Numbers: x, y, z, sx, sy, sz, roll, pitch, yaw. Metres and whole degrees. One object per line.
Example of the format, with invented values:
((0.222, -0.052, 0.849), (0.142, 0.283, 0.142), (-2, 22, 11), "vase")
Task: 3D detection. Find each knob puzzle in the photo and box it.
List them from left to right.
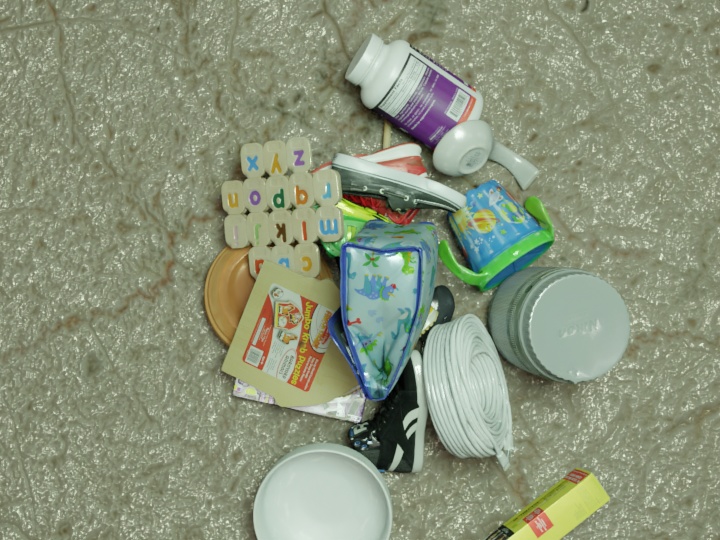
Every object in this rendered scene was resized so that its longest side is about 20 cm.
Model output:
((-0.075, 0.102, 1.188), (0.217, 0.030, 0.222), (1, 99, 10), "knob puzzle")

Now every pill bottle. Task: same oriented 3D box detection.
((0.079, -0.268, 1.263), (0.199, 0.112, 0.113), (30, 81, -15), "pill bottle")

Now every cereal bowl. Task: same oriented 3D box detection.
((-0.050, 0.339, 1.203), (0.198, 0.083, 0.202), (1, 98, 6), "cereal bowl")

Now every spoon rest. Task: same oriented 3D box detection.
((0.187, -0.174, 1.271), (0.100, 0.199, 0.061), (-51, 47, 27), "spoon rest")

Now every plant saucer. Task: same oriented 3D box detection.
((-0.134, 0.032, 1.250), (0.198, 0.037, 0.202), (2, 73, -7), "plant saucer")

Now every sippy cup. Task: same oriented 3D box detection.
((0.201, -0.059, 1.266), (0.139, 0.177, 0.131), (-40, 75, 25), "sippy cup")

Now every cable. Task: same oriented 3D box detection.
((0.155, 0.167, 1.205), (0.069, 0.200, 0.201), (-16, 47, 26), "cable")

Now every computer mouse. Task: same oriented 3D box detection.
((0.101, 0.119, 1.267), (0.058, 0.034, 0.202), (23, 81, -42), "computer mouse")

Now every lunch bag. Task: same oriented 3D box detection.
((0.034, 0.046, 1.088), (0.126, 0.170, 0.202), (3, 105, 12), "lunch bag")

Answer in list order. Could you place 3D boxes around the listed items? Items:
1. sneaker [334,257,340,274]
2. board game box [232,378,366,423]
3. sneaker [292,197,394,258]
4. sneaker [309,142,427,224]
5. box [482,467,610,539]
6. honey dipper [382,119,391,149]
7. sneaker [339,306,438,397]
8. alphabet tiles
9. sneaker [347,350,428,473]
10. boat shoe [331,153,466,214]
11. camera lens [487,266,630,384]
((0.000, 0.000, 1.266), (0.199, 0.076, 0.091), (38, 85, 1), "sneaker")
((-0.083, 0.152, 1.263), (0.198, 0.032, 0.121), (12, 78, -3), "board game box")
((-0.009, -0.051, 1.202), (0.199, 0.074, 0.084), (27, 103, 11), "sneaker")
((0.009, -0.108, 1.241), (0.198, 0.078, 0.117), (-18, 76, 5), "sneaker")
((0.270, 0.375, 1.244), (0.199, 0.075, 0.050), (-34, 87, -7), "box")
((0.042, -0.192, 1.310), (0.038, 0.038, 0.202), (6, 80, -4), "honey dipper")
((0.015, 0.097, 1.223), (0.200, 0.075, 0.090), (-42, 92, -7), "sneaker")
((-0.113, -0.086, 1.192), (0.198, 0.015, 0.198), (-3, 94, 28), "alphabet tiles")
((0.036, 0.212, 1.206), (0.111, 0.073, 0.202), (-4, 114, -8), "sneaker")
((0.049, -0.111, 1.189), (0.198, 0.069, 0.057), (18, 90, 3), "boat shoe")
((0.280, 0.075, 1.210), (0.158, 0.200, 0.162), (0, 90, -6), "camera lens")
